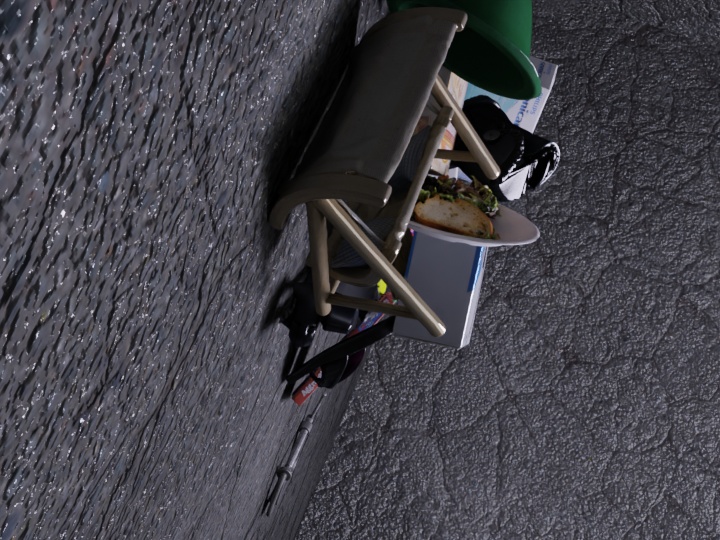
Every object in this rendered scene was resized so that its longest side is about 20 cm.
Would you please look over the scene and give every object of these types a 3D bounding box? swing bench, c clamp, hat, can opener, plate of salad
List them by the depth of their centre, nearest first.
[{"bbox_3d":[0.022,-0.085,0.755,0.200,0.129,0.200,-65,149,-29],"label":"swing bench"},{"bbox_3d":[0.131,-0.280,0.791,0.177,0.165,0.200,-58,151,-1],"label":"hat"},{"bbox_3d":[0.098,-0.074,0.941,0.200,0.199,0.048,-55,159,-69],"label":"plate of salad"},{"bbox_3d":[-0.049,0.035,0.944,0.064,0.078,0.200,-62,-171,10],"label":"can opener"},{"bbox_3d":[-0.124,0.336,1.569,0.200,0.027,0.171,-65,179,-53],"label":"c clamp"}]

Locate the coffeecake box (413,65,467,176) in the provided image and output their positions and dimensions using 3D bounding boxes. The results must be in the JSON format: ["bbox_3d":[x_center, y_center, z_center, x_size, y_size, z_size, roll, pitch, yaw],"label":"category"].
[{"bbox_3d":[0.077,-0.212,0.969,0.153,0.073,0.201,-10,113,-77],"label":"coffeecake box"}]

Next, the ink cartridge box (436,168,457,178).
[{"bbox_3d":[0.096,-0.139,1.339,0.200,0.084,0.146,-168,-97,-89],"label":"ink cartridge box"}]

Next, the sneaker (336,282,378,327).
[{"bbox_3d":[0.000,0.000,1.127,0.200,0.075,0.115,-42,153,-76],"label":"sneaker"}]

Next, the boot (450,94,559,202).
[{"bbox_3d":[0.124,-0.139,1.080,0.168,0.199,0.077,-126,-163,-50],"label":"boot"}]

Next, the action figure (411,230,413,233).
[{"bbox_3d":[0.092,-0.031,1.315,0.200,0.098,0.066,-4,113,-86],"label":"action figure"}]

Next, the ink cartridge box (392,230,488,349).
[{"bbox_3d":[0.105,0.017,1.076,0.200,0.083,0.146,19,82,-80],"label":"ink cartridge box"}]

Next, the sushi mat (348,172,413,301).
[{"bbox_3d":[0.027,-0.070,1.027,0.096,0.012,0.201,-61,140,-44],"label":"sushi mat"}]

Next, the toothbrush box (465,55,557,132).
[{"bbox_3d":[0.185,-0.273,1.360,0.085,0.199,0.147,-63,172,-46],"label":"toothbrush box"}]

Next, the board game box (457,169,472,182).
[{"bbox_3d":[0.186,-0.254,1.459,0.041,0.199,0.200,-61,171,-65],"label":"board game box"}]

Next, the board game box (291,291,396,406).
[{"bbox_3d":[-0.025,0.111,1.256,0.200,0.019,0.103,-47,179,-5],"label":"board game box"}]

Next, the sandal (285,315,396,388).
[{"bbox_3d":[-0.024,0.117,1.113,0.200,0.048,0.075,-30,178,40],"label":"sandal"}]

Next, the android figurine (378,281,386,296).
[{"bbox_3d":[0.025,-0.051,1.307,0.200,0.041,0.183,96,-1,-62],"label":"android figurine"}]
